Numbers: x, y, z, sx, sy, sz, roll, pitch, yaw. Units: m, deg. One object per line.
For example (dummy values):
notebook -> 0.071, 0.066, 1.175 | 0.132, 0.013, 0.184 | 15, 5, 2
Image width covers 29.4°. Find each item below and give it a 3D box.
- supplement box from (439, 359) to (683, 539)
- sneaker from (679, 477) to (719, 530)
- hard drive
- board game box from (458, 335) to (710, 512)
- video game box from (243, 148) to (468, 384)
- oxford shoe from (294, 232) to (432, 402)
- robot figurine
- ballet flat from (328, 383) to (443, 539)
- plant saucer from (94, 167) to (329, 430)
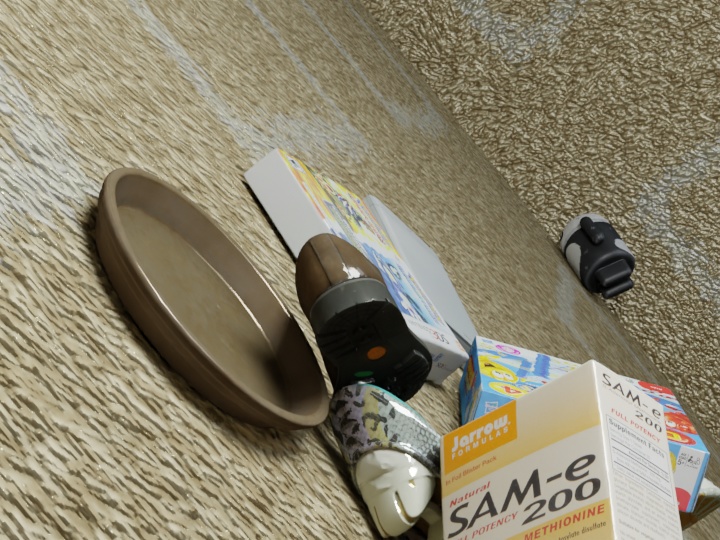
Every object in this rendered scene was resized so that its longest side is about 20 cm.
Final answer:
supplement box -> 0.114, 0.169, 0.783 | 0.073, 0.126, 0.200 | 32, 41, -33
sneaker -> 0.306, 0.210, 1.397 | 0.200, 0.076, 0.088 | 34, 21, -55
hard drive -> 0.067, 0.016, 1.442 | 0.132, 0.027, 0.200 | 41, 16, -37
board game box -> 0.191, 0.131, 1.223 | 0.200, 0.056, 0.196 | 15, 11, 0
video game box -> 0.000, 0.000, 1.207 | 0.200, 0.047, 0.182 | 56, 11, 23
oxford shoe -> 0.000, 0.037, 0.923 | 0.200, 0.073, 0.085 | 78, -12, -59
robot figurine -> 0.505, -0.032, 2.933 | 0.125, 0.150, 0.200 | 5, 39, -31
ballet flat -> 0.047, 0.159, 0.877 | 0.200, 0.072, 0.072 | 49, 12, -6
plant saucer -> -0.093, 0.021, 0.846 | 0.200, 0.029, 0.200 | 47, 13, -14
